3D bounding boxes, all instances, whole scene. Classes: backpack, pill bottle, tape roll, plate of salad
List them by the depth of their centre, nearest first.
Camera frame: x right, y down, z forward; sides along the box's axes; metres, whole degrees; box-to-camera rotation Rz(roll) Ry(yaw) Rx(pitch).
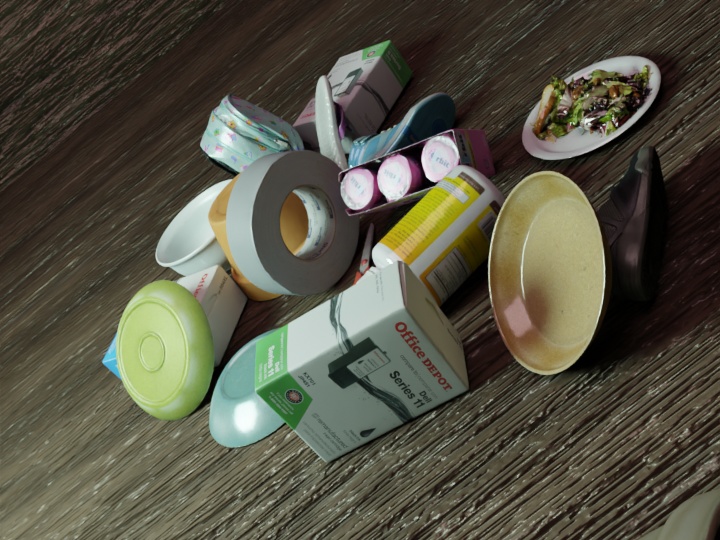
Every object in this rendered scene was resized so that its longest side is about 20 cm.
[{"bbox_3d":[0.089,-0.025,1.056,0.200,0.110,0.109,-44,30,-8],"label":"pill bottle"},{"bbox_3d":[0.300,-0.225,1.143,0.197,0.048,0.202,-29,31,19],"label":"plate of salad"},{"bbox_3d":[-0.093,-0.067,1.227,0.065,0.201,0.202,1,48,47],"label":"tape roll"},{"bbox_3d":[-0.179,-0.213,1.502,0.129,0.197,0.167,-62,25,10],"label":"backpack"}]

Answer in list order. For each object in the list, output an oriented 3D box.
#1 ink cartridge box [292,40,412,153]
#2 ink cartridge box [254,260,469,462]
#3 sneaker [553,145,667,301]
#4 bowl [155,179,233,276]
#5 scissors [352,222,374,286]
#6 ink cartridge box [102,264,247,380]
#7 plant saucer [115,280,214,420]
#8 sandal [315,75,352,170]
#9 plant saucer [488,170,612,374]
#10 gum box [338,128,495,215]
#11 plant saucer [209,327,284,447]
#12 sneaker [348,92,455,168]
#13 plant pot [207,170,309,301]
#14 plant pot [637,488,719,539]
[{"bbox_3d":[-0.014,-0.311,1.573,0.144,0.084,0.202,-5,45,45],"label":"ink cartridge box"},{"bbox_3d":[0.002,0.103,0.949,0.197,0.147,0.084,-30,32,17],"label":"ink cartridge box"},{"bbox_3d":[0.267,-0.053,0.924,0.112,0.077,0.203,-4,50,36],"label":"sneaker"},{"bbox_3d":[-0.257,-0.057,1.509,0.198,0.091,0.203,-28,33,20],"label":"bowl"},{"bbox_3d":[0.000,0.000,1.219,0.072,0.014,0.202,-34,32,16],"label":"scissors"},{"bbox_3d":[-0.291,0.092,1.357,0.197,0.085,0.148,-17,38,33],"label":"ink cartridge box"},{"bbox_3d":[-0.294,0.117,1.249,0.197,0.205,0.031,-18,-8,33],"label":"plant saucer"},{"bbox_3d":[-0.039,-0.226,1.447,0.049,0.208,0.082,-6,-11,-21],"label":"sandal"},{"bbox_3d":[0.197,0.002,0.878,0.199,0.035,0.206,180,90,-67],"label":"plant saucer"},{"bbox_3d":[0.074,-0.134,1.200,0.197,0.068,0.113,-16,-1,32],"label":"gum box"},{"bbox_3d":[-0.138,0.143,1.163,0.198,0.039,0.203,-29,33,20],"label":"plant saucer"},{"bbox_3d":[0.055,-0.211,1.372,0.200,0.080,0.130,-47,32,-13],"label":"sneaker"},{"bbox_3d":[-0.148,-0.075,1.361,0.197,0.141,0.202,-29,31,19],"label":"plant pot"},{"bbox_3d":[0.197,0.247,0.526,0.172,0.199,0.202,-32,26,46],"label":"plant pot"}]
